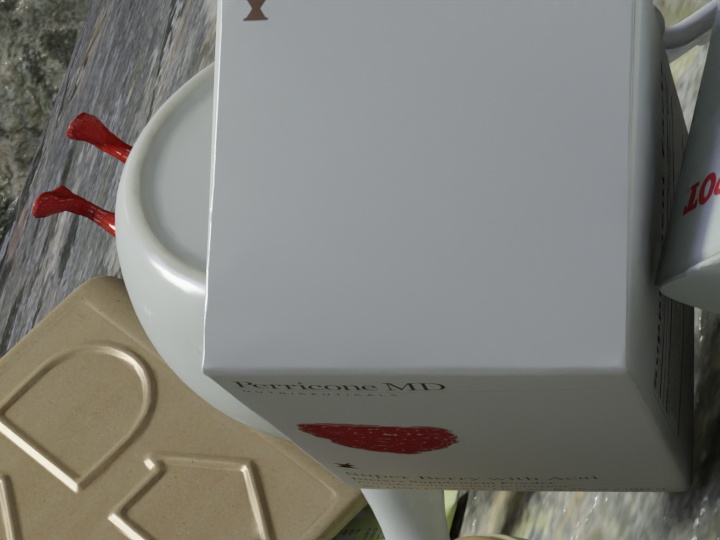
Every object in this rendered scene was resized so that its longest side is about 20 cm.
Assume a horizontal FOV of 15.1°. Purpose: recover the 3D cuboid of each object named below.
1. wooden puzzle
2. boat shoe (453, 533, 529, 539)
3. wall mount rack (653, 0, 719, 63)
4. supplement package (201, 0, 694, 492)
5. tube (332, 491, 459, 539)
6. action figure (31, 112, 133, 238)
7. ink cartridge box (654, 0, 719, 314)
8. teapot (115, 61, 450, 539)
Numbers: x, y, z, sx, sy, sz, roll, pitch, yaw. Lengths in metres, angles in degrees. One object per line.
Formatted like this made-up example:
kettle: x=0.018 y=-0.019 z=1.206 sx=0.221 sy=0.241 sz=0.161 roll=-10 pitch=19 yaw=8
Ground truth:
wooden puzzle: x=-0.114 y=0.112 z=1.159 sx=0.200 sy=0.185 sz=0.046 roll=-41 pitch=-35 yaw=-22
boat shoe: x=0.035 y=0.134 z=0.868 sx=0.200 sy=0.069 sz=0.074 roll=-118 pitch=48 yaw=-69
wall mount rack: x=0.070 y=-0.086 z=0.900 sx=0.200 sy=0.172 sz=0.075 roll=146 pitch=130 yaw=-69
supplement package: x=0.034 y=-0.007 z=0.816 sx=0.200 sy=0.120 sz=0.121 roll=49 pitch=-138 yaw=-72
tube: x=-0.010 y=0.183 z=1.109 sx=0.052 sy=0.058 sz=0.201 roll=92 pitch=-168 yaw=-66
action figure: x=-0.064 y=0.002 z=1.244 sx=0.066 sy=0.199 sz=0.099 roll=-64 pitch=-10 yaw=14
ink cartridge box: x=0.157 y=-0.088 z=0.708 sx=0.146 sy=0.082 sz=0.201 roll=146 pitch=140 yaw=-71
teapot: x=0.000 y=0.000 z=1.110 sx=0.200 sy=0.197 sz=0.147 roll=-48 pitch=-40 yaw=-28
